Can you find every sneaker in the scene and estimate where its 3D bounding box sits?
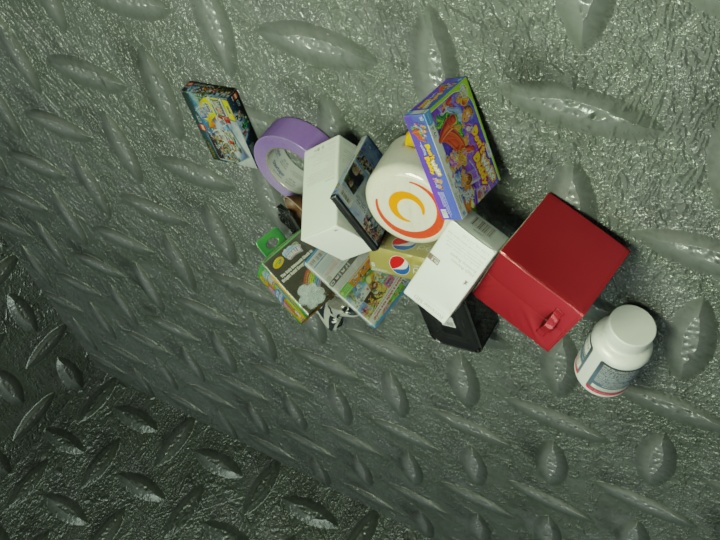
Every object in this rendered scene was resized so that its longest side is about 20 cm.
[{"bbox_3d":[-0.053,0.109,2.168,0.199,0.080,0.130,10,143,38],"label":"sneaker"}]

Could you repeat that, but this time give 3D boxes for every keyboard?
[{"bbox_3d":[-0.139,-0.071,1.898,0.200,0.021,0.127,60,169,-30],"label":"keyboard"}]

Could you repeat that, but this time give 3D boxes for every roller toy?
[{"bbox_3d":[0.111,-0.160,1.542,0.182,0.140,0.200,-22,119,44],"label":"roller toy"}]

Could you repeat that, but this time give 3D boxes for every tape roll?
[{"bbox_3d":[-0.130,-0.230,1.767,0.200,0.066,0.200,25,149,16],"label":"tape roll"}]

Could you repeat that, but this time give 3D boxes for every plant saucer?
[{"bbox_3d":[-0.093,-0.087,1.781,0.200,0.034,0.200,50,169,13],"label":"plant saucer"}]

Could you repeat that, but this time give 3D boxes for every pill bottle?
[{"bbox_3d":[0.503,0.156,1.615,0.119,0.120,0.200,28,150,13],"label":"pill bottle"}]

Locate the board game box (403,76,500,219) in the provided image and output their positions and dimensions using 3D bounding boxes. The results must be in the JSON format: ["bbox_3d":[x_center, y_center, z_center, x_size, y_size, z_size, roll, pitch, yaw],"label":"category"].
[{"bbox_3d":[0.159,-0.206,1.397,0.045,0.134,0.200,4,129,44],"label":"board game box"}]

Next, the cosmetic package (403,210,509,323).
[{"bbox_3d":[0.171,-0.008,1.487,0.102,0.074,0.200,38,129,10],"label":"cosmetic package"}]

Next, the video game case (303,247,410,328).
[{"bbox_3d":[0.000,0.000,1.693,0.200,0.143,0.018,43,162,-10],"label":"video game case"}]

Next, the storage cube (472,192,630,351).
[{"bbox_3d":[0.342,0.003,1.491,0.180,0.200,0.171,38,152,9],"label":"storage cube"}]

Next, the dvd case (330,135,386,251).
[{"bbox_3d":[0.018,-0.151,1.594,0.018,0.200,0.143,-18,123,36],"label":"dvd case"}]

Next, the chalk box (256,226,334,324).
[{"bbox_3d":[-0.145,-0.001,1.815,0.200,0.125,0.124,49,163,2],"label":"chalk box"}]

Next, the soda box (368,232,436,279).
[{"bbox_3d":[0.119,-0.022,1.609,0.200,0.068,0.064,14,131,27],"label":"soda box"}]

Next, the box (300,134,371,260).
[{"bbox_3d":[-0.038,-0.141,1.615,0.097,0.201,0.124,-19,149,37],"label":"box"}]

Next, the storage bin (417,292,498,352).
[{"bbox_3d":[0.212,0.078,1.832,0.135,0.094,0.200,13,143,35],"label":"storage bin"}]

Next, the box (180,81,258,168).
[{"bbox_3d":[-0.304,-0.324,1.839,0.136,0.038,0.200,16,146,30],"label":"box"}]
